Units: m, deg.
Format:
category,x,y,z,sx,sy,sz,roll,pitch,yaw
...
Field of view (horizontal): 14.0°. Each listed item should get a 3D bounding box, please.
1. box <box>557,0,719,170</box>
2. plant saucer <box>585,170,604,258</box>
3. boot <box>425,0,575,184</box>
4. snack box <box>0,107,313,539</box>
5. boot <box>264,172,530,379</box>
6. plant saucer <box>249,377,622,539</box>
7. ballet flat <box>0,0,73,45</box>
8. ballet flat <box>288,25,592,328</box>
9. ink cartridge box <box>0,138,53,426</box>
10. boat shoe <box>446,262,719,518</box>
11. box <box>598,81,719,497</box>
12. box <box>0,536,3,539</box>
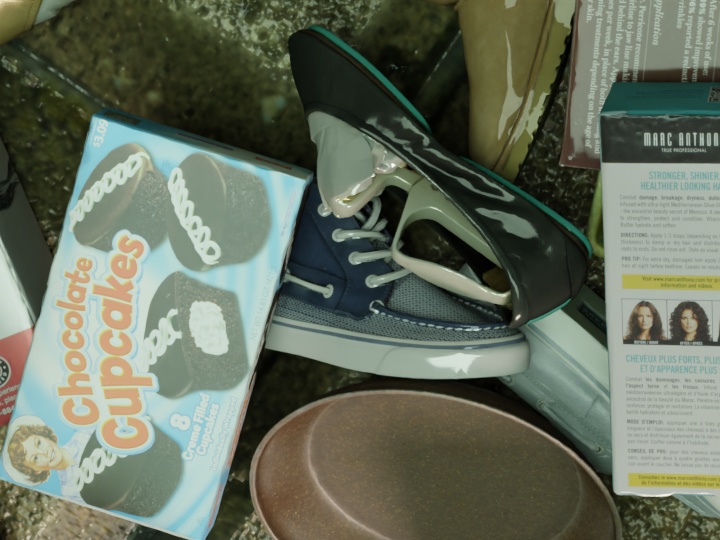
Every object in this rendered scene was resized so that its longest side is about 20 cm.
category,x,y,z,sx,sy,sz,roll,pitch,yaw
box,0.203,-0.095,1.444,0.199,0.075,0.101,8,105,10
plant saucer,0.232,-0.087,1.503,0.199,0.048,0.201,13,104,7
boot,0.016,-0.151,1.523,0.199,0.066,0.176,18,92,5
snack box,-0.107,0.028,1.517,0.116,0.037,0.201,17,102,4
boot,0.000,0.000,1.526,0.199,0.073,0.091,9,101,32
plant saucer,0.042,0.116,1.548,0.199,0.037,0.201,8,139,7
ballet flat,-0.147,-0.184,1.542,0.063,0.069,0.200,31,106,-5
ballet flat,0.025,-0.044,1.483,0.200,0.068,0.068,38,72,13
ink cartridge box,-0.250,-0.006,1.589,0.146,0.083,0.201,-20,99,13
boat shoe,0.124,0.068,1.551,0.201,0.070,0.072,43,116,4
box,0.161,0.010,1.423,0.082,0.049,0.201,1,112,12
box,-0.246,0.208,1.640,0.136,0.038,0.201,-22,107,15
